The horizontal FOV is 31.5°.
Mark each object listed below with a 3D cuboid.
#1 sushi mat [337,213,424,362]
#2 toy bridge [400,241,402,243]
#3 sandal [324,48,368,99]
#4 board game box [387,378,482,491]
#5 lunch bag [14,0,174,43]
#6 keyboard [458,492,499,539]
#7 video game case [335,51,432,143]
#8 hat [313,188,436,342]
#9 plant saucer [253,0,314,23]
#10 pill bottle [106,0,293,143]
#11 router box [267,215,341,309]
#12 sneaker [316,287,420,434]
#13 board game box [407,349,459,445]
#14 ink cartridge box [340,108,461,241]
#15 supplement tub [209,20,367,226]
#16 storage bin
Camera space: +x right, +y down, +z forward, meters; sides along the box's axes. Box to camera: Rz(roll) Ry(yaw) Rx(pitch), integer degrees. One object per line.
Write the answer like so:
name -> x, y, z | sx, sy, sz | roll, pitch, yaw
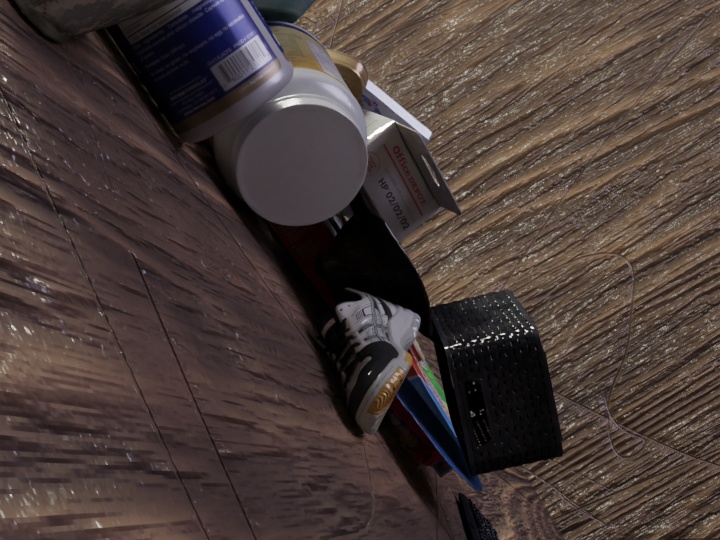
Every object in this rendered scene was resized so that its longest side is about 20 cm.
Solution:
sushi mat -> 0.021, 0.011, 1.472 | 0.200, 0.012, 0.096 | 61, 3, -29
toy bridge -> 0.021, -0.051, 1.498 | 0.067, 0.027, 0.200 | 68, -26, 15
sandal -> -0.102, -0.199, 1.342 | 0.078, 0.211, 0.070 | 84, 21, -43
board game box -> 0.044, 0.148, 1.265 | 0.200, 0.039, 0.158 | 52, 5, 9
lunch bag -> -0.153, -0.234, 0.860 | 0.118, 0.164, 0.200 | 63, 2, -16
keyboard -> 0.155, 0.307, 1.384 | 0.104, 0.040, 0.200 | 57, 6, -12
video game case -> -0.028, -0.147, 1.455 | 0.143, 0.200, 0.018 | 39, 50, -11
hat -> 0.000, 0.000, 1.264 | 0.201, 0.081, 0.201 | 63, -4, 8
plant saucer -> -0.135, -0.263, 1.268 | 0.200, 0.200, 0.036 | -14, 100, -85
pill bottle -> -0.152, -0.216, 1.057 | 0.200, 0.116, 0.116 | 57, 4, -15
router box -> -0.057, -0.051, 1.415 | 0.180, 0.049, 0.200 | 56, 5, -30
sneaker -> -0.004, 0.075, 1.125 | 0.088, 0.076, 0.200 | 29, 17, -4
board game box -> 0.074, 0.154, 1.519 | 0.153, 0.040, 0.200 | 59, 4, 10
ink cartridge box -> 0.009, -0.104, 1.337 | 0.200, 0.068, 0.115 | 30, -24, 56
supplement tub -> -0.075, -0.142, 1.220 | 0.144, 0.144, 0.200 | 55, 6, -33
storage bin -> 0.132, 0.108, 1.291 | 0.200, 0.094, 0.135 | -100, 177, -78
